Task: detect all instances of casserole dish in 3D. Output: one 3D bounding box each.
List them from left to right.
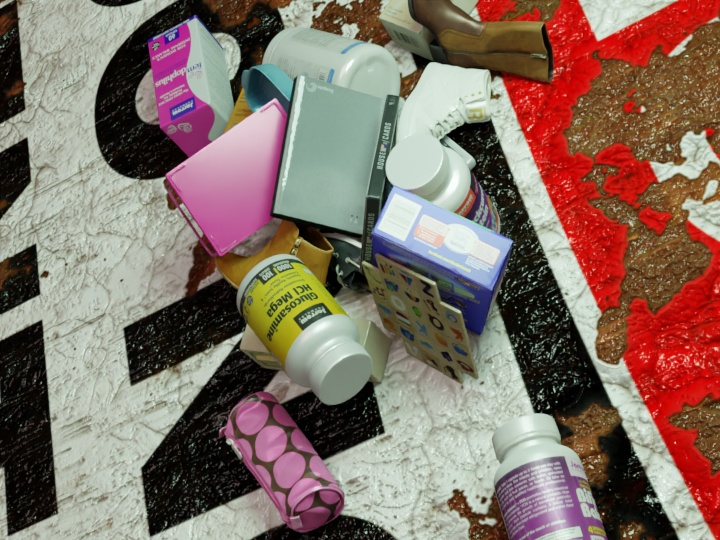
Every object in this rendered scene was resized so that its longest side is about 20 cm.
[{"bbox_3d":[-0.104,-0.233,1.762,0.039,0.121,0.200,-38,79,-25],"label":"casserole dish"}]

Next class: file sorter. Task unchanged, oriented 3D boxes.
[{"bbox_3d":[-0.176,-0.131,1.728,0.199,0.125,0.140,-37,96,-14],"label":"file sorter"}]

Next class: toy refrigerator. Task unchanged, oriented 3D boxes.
[{"bbox_3d":[-0.064,0.107,1.626,0.197,0.076,0.071,5,67,29],"label":"toy refrigerator"}]

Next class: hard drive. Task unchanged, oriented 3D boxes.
[{"bbox_3d":[-0.045,-0.161,1.643,0.033,0.137,0.204,162,119,-69],"label":"hard drive"}]

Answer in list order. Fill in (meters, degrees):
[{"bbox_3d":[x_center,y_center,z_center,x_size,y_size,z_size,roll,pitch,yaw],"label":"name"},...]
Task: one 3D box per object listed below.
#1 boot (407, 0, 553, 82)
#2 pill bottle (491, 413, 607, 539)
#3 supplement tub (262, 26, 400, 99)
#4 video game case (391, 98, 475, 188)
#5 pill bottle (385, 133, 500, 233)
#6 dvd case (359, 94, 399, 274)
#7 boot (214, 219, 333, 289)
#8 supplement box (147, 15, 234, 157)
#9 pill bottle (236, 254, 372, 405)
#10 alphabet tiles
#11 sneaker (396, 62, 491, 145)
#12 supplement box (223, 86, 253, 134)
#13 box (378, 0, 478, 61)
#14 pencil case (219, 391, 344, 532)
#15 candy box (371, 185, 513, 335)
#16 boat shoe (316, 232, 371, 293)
[{"bbox_3d":[0.174,-0.352,1.675,0.198,0.190,0.069,16,55,35],"label":"boot"},{"bbox_3d":[0.219,0.276,1.361,0.111,0.112,0.203,-24,56,14],"label":"pill bottle"},{"bbox_3d":[-0.046,-0.295,1.780,0.199,0.132,0.133,26,78,45],"label":"supplement tub"},{"bbox_3d":[0.048,-0.150,1.736,0.182,0.024,0.200,-46,54,0],"label":"video game case"},{"bbox_3d":[0.108,-0.096,1.563,0.110,0.200,0.113,-12,59,21],"label":"pill bottle"},{"bbox_3d":[0.027,-0.119,1.598,0.024,0.152,0.202,8,49,3],"label":"dvd case"},{"bbox_3d":[-0.123,-0.026,1.691,0.200,0.070,0.146,32,121,27],"label":"boot"},{"bbox_3d":[-0.281,-0.308,1.947,0.100,0.103,0.203,-23,58,14],"label":"supplement box"},{"bbox_3d":[-0.072,0.079,1.528,0.112,0.112,0.200,-44,53,0],"label":"pill bottle"},{"bbox_3d":[0.077,0.064,1.500,0.165,0.202,0.006,27,61,36],"label":"alphabet tiles"},{"bbox_3d":[0.129,-0.226,1.681,0.114,0.074,0.202,8,54,23],"label":"sneaker"},{"bbox_3d":[-0.174,-0.219,1.864,0.066,0.069,0.203,8,70,33],"label":"supplement box"},{"bbox_3d":[0.128,-0.438,1.812,0.094,0.078,0.202,27,79,36],"label":"box"},{"bbox_3d":[-0.107,0.260,1.562,0.093,0.092,0.200,-21,45,-27],"label":"pencil case"},{"bbox_3d":[0.101,-0.009,1.493,0.167,0.200,0.078,26,73,9],"label":"candy box"},{"bbox_3d":[0.000,0.000,1.649,0.197,0.076,0.061,15,66,34],"label":"boat shoe"}]
